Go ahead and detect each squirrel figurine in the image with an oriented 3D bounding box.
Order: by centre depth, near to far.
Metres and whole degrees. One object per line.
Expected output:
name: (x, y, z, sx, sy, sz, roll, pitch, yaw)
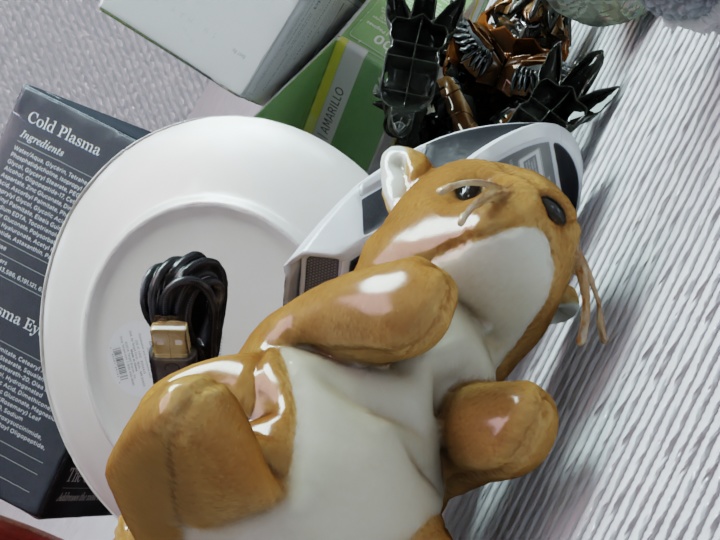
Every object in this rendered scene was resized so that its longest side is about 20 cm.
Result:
squirrel figurine: (-0.002, 0.046, 0.852, 0.187, 0.141, 0.200, -60, 9, -32)

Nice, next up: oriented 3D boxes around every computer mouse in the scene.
computer mouse: (0.000, 0.000, 0.941, 0.200, 0.044, 0.110, -31, -46, -19)

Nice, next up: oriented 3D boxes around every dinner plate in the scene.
dinner plate: (-0.057, 0.035, 1.017, 0.200, 0.200, 0.024, -58, -21, 21)

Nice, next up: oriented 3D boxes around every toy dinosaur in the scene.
toy dinosaur: (0.054, -0.056, 1.065, 0.136, 0.102, 0.200, 100, 175, -69)

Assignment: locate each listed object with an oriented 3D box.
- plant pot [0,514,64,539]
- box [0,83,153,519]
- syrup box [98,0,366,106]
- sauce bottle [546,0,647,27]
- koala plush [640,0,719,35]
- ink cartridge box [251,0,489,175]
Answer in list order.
plant pot: (-0.235, 0.198, 1.048, 0.201, 0.200, 0.196, 144, 142, -70)
box: (-0.127, 0.021, 1.209, 0.182, 0.104, 0.200, -66, -16, 3)
syrup box: (-0.046, -0.125, 1.126, 0.082, 0.079, 0.200, -58, -9, 5)
sauce bottle: (0.112, -0.178, 1.092, 0.065, 0.065, 0.200, -57, 10, 28)
koala plush: (0.110, -0.196, 0.845, 0.200, 0.177, 0.184, -55, 20, 14)
ink cartridge box: (-0.014, -0.055, 1.135, 0.200, 0.048, 0.146, -52, -9, -40)
